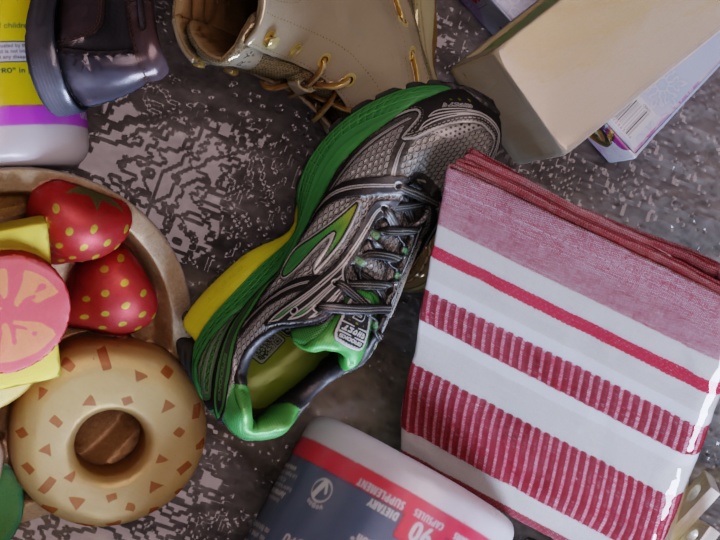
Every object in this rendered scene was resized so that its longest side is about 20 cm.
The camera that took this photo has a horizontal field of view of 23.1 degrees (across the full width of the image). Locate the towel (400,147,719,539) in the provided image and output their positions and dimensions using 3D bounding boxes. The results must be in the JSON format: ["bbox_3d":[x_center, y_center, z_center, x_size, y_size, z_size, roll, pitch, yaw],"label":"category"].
[{"bbox_3d":[0.092,0.048,0.808,0.144,0.200,0.023,27,48,18],"label":"towel"}]

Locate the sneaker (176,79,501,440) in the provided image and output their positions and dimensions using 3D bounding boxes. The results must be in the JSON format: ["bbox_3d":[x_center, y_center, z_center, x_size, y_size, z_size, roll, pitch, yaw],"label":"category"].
[{"bbox_3d":[0.000,0.000,0.820,0.078,0.085,0.200,30,106,-35],"label":"sneaker"}]

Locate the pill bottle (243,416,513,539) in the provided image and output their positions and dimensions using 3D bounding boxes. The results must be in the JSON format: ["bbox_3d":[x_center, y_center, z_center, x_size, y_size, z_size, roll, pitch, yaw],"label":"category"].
[{"bbox_3d":[-0.019,0.186,0.876,0.119,0.120,0.200,30,82,-12],"label":"pill bottle"}]

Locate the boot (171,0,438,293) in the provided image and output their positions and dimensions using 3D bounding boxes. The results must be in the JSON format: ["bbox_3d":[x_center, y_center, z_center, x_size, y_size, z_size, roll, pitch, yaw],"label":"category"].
[{"bbox_3d":[-0.019,-0.087,0.866,0.155,0.073,0.201,-1,84,-54],"label":"boot"}]

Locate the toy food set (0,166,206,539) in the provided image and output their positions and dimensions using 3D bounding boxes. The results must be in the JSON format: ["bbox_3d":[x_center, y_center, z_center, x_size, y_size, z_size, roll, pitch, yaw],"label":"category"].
[{"bbox_3d":[-0.171,0.047,0.840,0.197,0.049,0.201,-12,120,-21],"label":"toy food set"}]

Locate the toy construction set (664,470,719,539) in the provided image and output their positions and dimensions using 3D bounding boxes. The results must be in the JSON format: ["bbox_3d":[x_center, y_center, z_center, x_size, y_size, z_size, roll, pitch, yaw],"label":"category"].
[{"bbox_3d":[0.110,0.064,0.901,0.092,0.131,0.200,-41,96,-23],"label":"toy construction set"}]

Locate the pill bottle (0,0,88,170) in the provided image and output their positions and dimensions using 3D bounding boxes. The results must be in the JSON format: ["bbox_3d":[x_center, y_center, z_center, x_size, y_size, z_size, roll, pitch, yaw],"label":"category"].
[{"bbox_3d":[-0.190,-0.146,0.847,0.104,0.104,0.201,-5,91,-14],"label":"pill bottle"}]

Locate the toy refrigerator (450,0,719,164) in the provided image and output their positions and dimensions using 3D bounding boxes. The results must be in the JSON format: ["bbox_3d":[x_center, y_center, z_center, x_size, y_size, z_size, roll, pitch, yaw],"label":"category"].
[{"bbox_3d":[0.147,-0.143,0.905,0.200,0.076,0.070,-38,98,-11],"label":"toy refrigerator"}]

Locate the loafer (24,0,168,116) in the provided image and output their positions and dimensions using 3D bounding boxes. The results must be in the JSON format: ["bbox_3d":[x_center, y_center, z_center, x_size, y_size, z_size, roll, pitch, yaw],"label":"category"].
[{"bbox_3d":[-0.108,-0.154,0.833,0.063,0.072,0.201,-6,51,14],"label":"loafer"}]

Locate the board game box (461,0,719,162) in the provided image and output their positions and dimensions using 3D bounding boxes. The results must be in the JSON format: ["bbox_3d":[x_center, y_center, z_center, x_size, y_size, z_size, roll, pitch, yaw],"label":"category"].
[{"bbox_3d":[0.142,-0.199,0.965,0.200,0.041,0.200,-45,99,-11],"label":"board game box"}]

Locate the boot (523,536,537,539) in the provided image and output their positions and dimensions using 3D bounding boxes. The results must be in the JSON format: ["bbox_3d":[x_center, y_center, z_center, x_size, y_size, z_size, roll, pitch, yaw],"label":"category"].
[{"bbox_3d":[0.104,0.260,0.930,0.154,0.073,0.204,-38,98,-10],"label":"boot"}]
